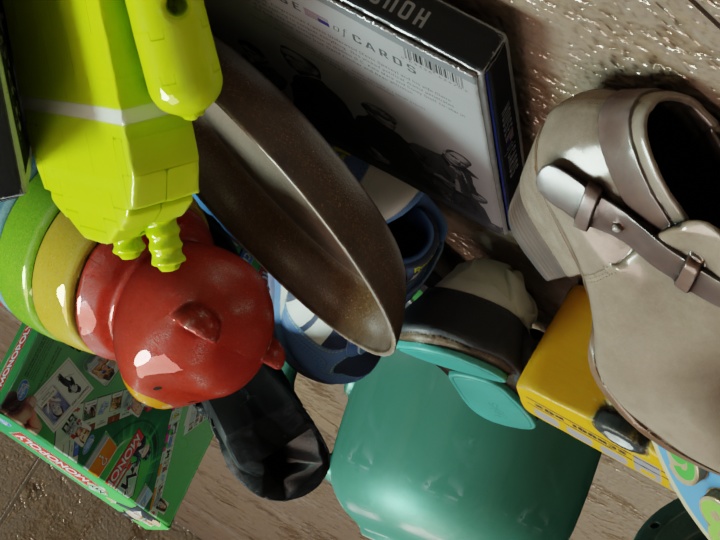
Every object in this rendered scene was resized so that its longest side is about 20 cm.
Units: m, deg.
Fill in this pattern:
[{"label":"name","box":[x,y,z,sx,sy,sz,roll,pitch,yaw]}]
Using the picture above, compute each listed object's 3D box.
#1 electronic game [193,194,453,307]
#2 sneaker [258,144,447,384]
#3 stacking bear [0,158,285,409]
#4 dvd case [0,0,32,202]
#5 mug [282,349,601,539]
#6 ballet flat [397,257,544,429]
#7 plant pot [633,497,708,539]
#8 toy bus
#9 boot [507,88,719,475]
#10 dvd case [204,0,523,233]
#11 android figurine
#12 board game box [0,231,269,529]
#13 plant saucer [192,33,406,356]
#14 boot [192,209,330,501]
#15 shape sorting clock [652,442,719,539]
[{"label":"electronic game","box":[-0.019,-0.010,1.450,0.200,0.042,0.200,30,167,8]},{"label":"sneaker","box":[0.000,0.000,1.304,0.082,0.074,0.200,17,149,16]},{"label":"stacking bear","box":[-0.121,-0.002,1.240,0.200,0.114,0.121,34,179,37]},{"label":"dvd case","box":[-0.169,-0.114,1.116,0.025,0.151,0.200,-11,-171,-6]},{"label":"mug","box":[0.047,0.114,1.525,0.185,0.115,0.152,16,174,38]},{"label":"ballet flat","box":[0.064,0.031,1.336,0.073,0.073,0.200,27,175,21]},{"label":"plant pot","box":[0.217,0.207,1.443,0.200,0.200,0.135,22,138,38]},{"label":"toy bus","box":[0.179,0.083,1.276,0.200,0.065,0.078,28,168,16]},{"label":"boot","box":[0.142,0.010,1.027,0.200,0.070,0.146,42,158,-9]},{"label":"dvd case","box":[0.000,-0.088,1.104,0.150,0.025,0.200,29,167,14]},{"label":"android figurine","box":[-0.111,-0.097,1.069,0.182,0.041,0.201,10,115,63]},{"label":"board game box","box":[-0.127,0.033,1.508,0.134,0.200,0.029,39,153,-28]},{"label":"plant saucer","box":[-0.044,-0.045,1.154,0.200,0.032,0.200,45,169,11]},{"label":"boot","box":[-0.071,0.042,1.394,0.200,0.066,0.165,50,-174,33]},{"label":"shape sorting clock","box":[0.200,0.088,1.148,0.200,0.039,0.201,35,140,36]}]
